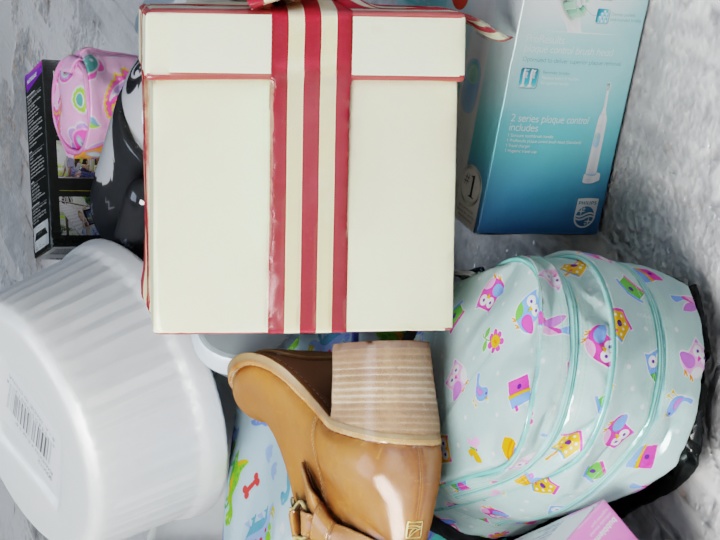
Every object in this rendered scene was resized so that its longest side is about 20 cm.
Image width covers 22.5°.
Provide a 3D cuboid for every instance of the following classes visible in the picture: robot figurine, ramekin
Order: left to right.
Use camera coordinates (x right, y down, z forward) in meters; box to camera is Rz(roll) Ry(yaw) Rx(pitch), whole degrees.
[{"bbox_3d":[-0.184,0.089,1.211,0.200,0.097,0.202,33,134,41],"label":"ramekin"},{"bbox_3d":[-0.122,-0.075,1.264,0.201,0.124,0.151,116,144,-47],"label":"robot figurine"}]

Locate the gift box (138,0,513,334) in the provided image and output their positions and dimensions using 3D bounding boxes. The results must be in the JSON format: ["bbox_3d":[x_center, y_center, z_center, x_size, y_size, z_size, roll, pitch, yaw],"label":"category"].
[{"bbox_3d":[-0.025,-0.074,0.979,0.185,0.198,0.189,-144,53,-74],"label":"gift box"}]

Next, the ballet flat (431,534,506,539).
[{"bbox_3d":[0.054,0.174,1.150,0.070,0.069,0.201,-117,35,-44],"label":"ballet flat"}]

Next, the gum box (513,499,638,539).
[{"bbox_3d":[0.104,0.204,0.965,0.114,0.066,0.200,49,149,0],"label":"gum box"}]

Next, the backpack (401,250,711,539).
[{"bbox_3d":[0.097,0.067,0.973,0.200,0.126,0.169,-26,63,59],"label":"backpack"}]

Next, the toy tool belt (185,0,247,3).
[{"bbox_3d":[-0.042,-0.159,1.126,0.124,0.122,0.202,-23,49,48],"label":"toy tool belt"}]

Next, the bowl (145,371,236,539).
[{"bbox_3d":[-0.091,0.139,1.376,0.201,0.090,0.203,-160,90,-90],"label":"bowl"}]

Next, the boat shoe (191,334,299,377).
[{"bbox_3d":[-0.065,0.021,1.158,0.201,0.070,0.091,-71,-2,-52],"label":"boat shoe"}]

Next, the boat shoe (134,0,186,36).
[{"bbox_3d":[-0.084,-0.240,1.421,0.202,0.086,0.075,-49,34,14],"label":"boat shoe"}]

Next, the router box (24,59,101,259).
[{"bbox_3d":[-0.161,-0.085,1.435,0.051,0.198,0.151,-23,69,61],"label":"router box"}]

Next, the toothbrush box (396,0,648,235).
[{"bbox_3d":[0.087,-0.139,1.037,0.146,0.085,0.202,46,130,55],"label":"toothbrush box"}]

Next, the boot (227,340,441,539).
[{"bbox_3d":[-0.017,0.121,0.989,0.199,0.076,0.157,-8,80,56],"label":"boot"}]

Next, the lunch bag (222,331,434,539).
[{"bbox_3d":[-0.018,0.120,1.134,0.200,0.082,0.162,-44,37,51],"label":"lunch bag"}]

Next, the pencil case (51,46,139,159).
[{"bbox_3d":[-0.132,-0.130,1.378,0.087,0.198,0.088,19,111,60],"label":"pencil case"}]
